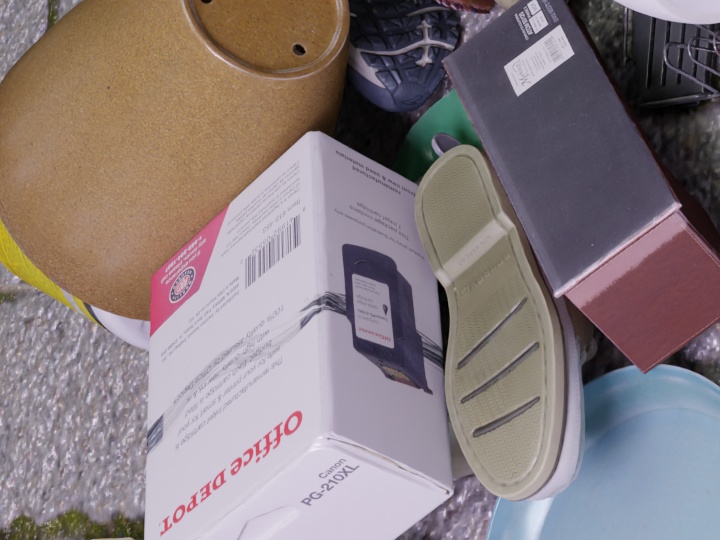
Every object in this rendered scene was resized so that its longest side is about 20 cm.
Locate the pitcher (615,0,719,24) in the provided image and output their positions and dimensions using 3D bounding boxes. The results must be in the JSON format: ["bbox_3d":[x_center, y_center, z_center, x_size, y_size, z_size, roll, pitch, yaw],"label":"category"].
[{"bbox_3d":[0.109,-0.209,1.217,0.121,0.171,0.200,-52,40,23],"label":"pitcher"}]

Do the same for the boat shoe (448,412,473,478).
[{"bbox_3d":[0.011,0.082,1.407,0.200,0.071,0.063,-27,54,48],"label":"boat shoe"}]

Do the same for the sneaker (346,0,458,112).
[{"bbox_3d":[-0.008,-0.138,1.521,0.200,0.077,0.086,60,141,46],"label":"sneaker"}]

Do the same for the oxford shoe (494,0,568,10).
[{"bbox_3d":[0.127,-0.214,1.379,0.074,0.071,0.200,49,123,32],"label":"oxford shoe"}]

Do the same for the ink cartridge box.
[{"bbox_3d":[-0.034,0.055,1.343,0.145,0.084,0.200,-41,36,34],"label":"ink cartridge box"}]

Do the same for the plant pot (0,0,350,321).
[{"bbox_3d":[-0.086,-0.097,1.431,0.200,0.186,0.187,132,139,-57],"label":"plant pot"}]

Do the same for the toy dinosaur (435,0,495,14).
[{"bbox_3d":[-0.043,-0.211,1.491,0.181,0.105,0.200,10,129,63],"label":"toy dinosaur"}]

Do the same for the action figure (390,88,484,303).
[{"bbox_3d":[0.000,0.000,1.464,0.200,0.055,0.118,-40,51,41],"label":"action figure"}]

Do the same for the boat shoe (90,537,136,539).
[{"bbox_3d":[-0.102,0.185,1.510,0.200,0.065,0.072,6,82,52],"label":"boat shoe"}]

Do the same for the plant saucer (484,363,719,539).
[{"bbox_3d":[0.132,0.145,1.264,0.200,0.027,0.201,-23,59,45],"label":"plant saucer"}]

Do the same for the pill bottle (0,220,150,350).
[{"bbox_3d":[-0.157,-0.032,1.617,0.200,0.114,0.115,25,97,51],"label":"pill bottle"}]

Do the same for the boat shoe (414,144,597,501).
[{"bbox_3d":[0.082,0.028,1.308,0.075,0.068,0.200,-36,46,32],"label":"boat shoe"}]

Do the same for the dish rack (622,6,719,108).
[{"bbox_3d":[0.191,-0.156,1.277,0.200,0.054,0.154,-8,70,50],"label":"dish rack"}]

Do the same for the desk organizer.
[{"bbox_3d":[0.113,-0.048,1.311,0.072,0.077,0.200,-37,38,13],"label":"desk organizer"}]
